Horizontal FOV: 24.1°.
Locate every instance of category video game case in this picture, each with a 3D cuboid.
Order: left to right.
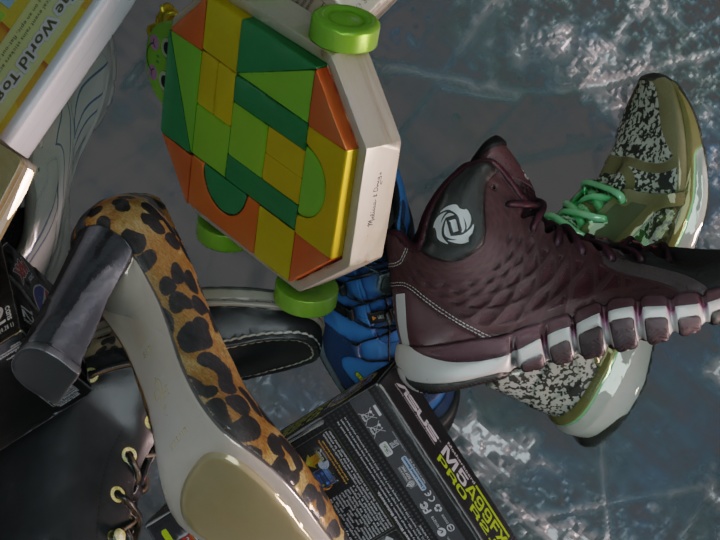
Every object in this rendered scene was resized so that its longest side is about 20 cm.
[{"bbox_3d":[-0.188,-0.150,0.845,0.182,0.023,0.201,39,96,33],"label":"video game case"}]

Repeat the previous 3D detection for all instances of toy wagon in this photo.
[{"bbox_3d":[-0.056,-0.076,0.843,0.039,0.200,0.156,-18,130,-38],"label":"toy wagon"}]

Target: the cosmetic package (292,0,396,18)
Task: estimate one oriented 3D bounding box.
[{"bbox_3d":[-0.058,-0.205,0.866,0.200,0.105,0.071,46,75,-4],"label":"cosmetic package"}]

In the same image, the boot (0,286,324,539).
[{"bbox_3d":[-0.110,0.096,0.859,0.202,0.074,0.155,-10,62,3],"label":"boot"}]

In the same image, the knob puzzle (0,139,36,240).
[{"bbox_3d":[-0.235,0.001,0.802,0.030,0.219,0.221,26,90,-44],"label":"knob puzzle"}]

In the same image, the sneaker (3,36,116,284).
[{"bbox_3d":[-0.172,-0.072,0.874,0.074,0.087,0.202,7,90,-2],"label":"sneaker"}]

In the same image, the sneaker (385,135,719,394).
[{"bbox_3d":[0.104,-0.016,0.828,0.198,0.076,0.117,-14,89,0],"label":"sneaker"}]

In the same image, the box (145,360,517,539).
[{"bbox_3d":[0.006,0.172,0.883,0.160,0.044,0.201,-33,92,21],"label":"box"}]

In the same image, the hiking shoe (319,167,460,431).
[{"bbox_3d":[0.000,0.000,0.885,0.074,0.087,0.201,-22,92,-3],"label":"hiking shoe"}]

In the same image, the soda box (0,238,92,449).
[{"bbox_3d":[-0.233,0.071,0.825,0.199,0.071,0.063,-31,137,8],"label":"soda box"}]

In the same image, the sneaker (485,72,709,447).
[{"bbox_3d":[0.119,-0.011,0.888,0.088,0.077,0.202,16,89,-23],"label":"sneaker"}]

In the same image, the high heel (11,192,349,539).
[{"bbox_3d":[-0.064,0.051,0.819,0.200,0.143,0.071,40,127,-17],"label":"high heel"}]
